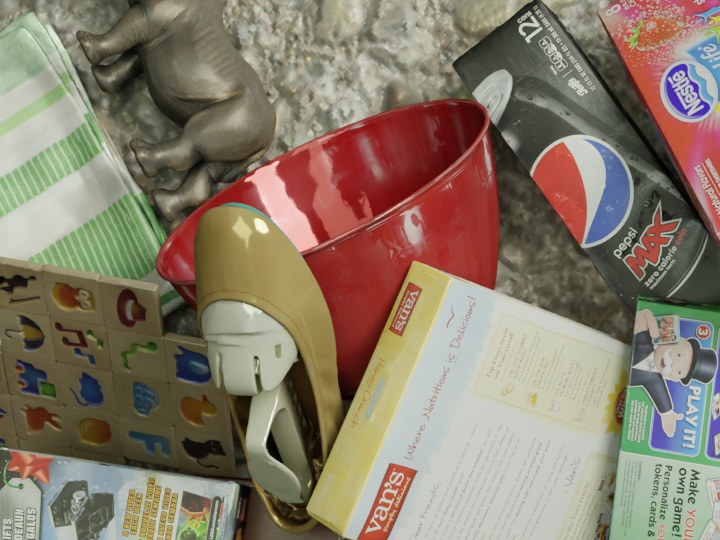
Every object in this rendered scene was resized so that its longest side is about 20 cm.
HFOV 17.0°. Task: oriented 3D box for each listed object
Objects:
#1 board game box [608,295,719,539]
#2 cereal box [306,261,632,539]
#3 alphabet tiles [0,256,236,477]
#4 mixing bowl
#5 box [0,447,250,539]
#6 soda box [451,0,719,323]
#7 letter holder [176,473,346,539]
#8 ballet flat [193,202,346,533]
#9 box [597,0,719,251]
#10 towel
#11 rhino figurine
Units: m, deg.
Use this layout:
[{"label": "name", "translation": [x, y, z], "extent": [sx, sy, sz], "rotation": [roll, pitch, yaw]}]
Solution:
[{"label": "board game box", "translation": [0.200, 0.122, 1.265], "extent": [0.134, 0.029, 0.202], "rotation": [8, 96, 20]}, {"label": "cereal box", "translation": [0.078, 0.090, 1.279], "extent": [0.039, 0.199, 0.145], "rotation": [27, 95, 50]}, {"label": "alphabet tiles", "translation": [-0.150, 0.076, 1.343], "extent": [0.166, 0.008, 0.201], "rotation": [10, 132, 15]}, {"label": "mixing bowl", "translation": [0.000, 0.000, 1.315], "extent": [0.199, 0.200, 0.109], "rotation": [-23, 107, 9]}, {"label": "box", "translation": [-0.142, 0.204, 1.287], "extent": [0.136, 0.040, 0.202], "rotation": [8, 84, 11]}, {"label": "soda box", "translation": [0.136, -0.051, 1.335], "extent": [0.063, 0.071, 0.201], "rotation": [-37, 80, 9]}, {"label": "letter holder", "translation": [-0.097, 0.187, 1.351], "extent": [0.198, 0.101, 0.143], "rotation": [0, 84, 11]}, {"label": "ballet flat", "translation": [-0.044, 0.056, 1.219], "extent": [0.068, 0.201, 0.063], "rotation": [2, 45, 23]}, {"label": "box", "translation": [0.210, -0.074, 1.260], "extent": [0.099, 0.096, 0.201], "rotation": [-28, 42, 8]}, {"label": "towel", "translation": [-0.203, -0.031, 1.427], "extent": [0.152, 0.023, 0.201], "rotation": [-33, 80, 8]}, {"label": "rhino figurine", "translation": [-0.118, -0.136, 1.398], "extent": [0.087, 0.060, 0.201], "rotation": [-25, 79, -6]}]
